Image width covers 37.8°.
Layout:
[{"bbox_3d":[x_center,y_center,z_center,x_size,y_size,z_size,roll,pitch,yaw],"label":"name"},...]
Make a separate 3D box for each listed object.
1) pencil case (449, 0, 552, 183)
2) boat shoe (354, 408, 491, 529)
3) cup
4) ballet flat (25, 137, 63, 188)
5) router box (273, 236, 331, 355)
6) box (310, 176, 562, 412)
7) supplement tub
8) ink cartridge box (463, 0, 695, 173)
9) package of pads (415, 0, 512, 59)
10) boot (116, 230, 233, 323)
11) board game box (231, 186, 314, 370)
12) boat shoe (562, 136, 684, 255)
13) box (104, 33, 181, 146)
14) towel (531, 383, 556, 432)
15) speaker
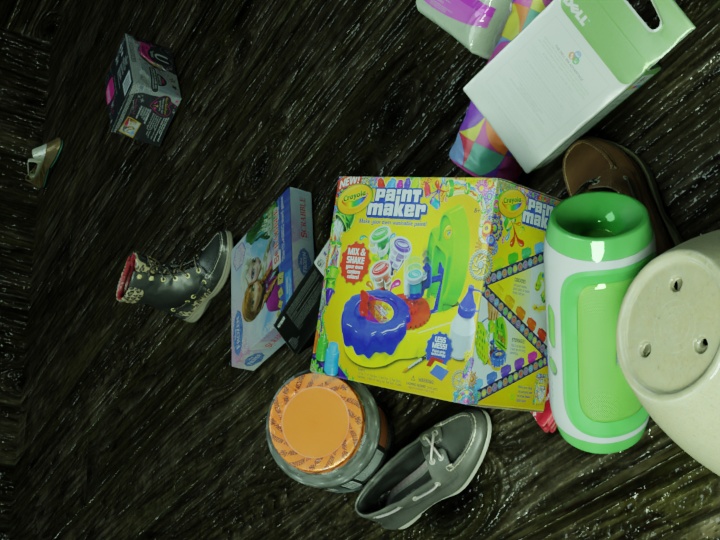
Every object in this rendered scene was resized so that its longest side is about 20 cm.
[{"bbox_3d":[0.159,-0.188,1.069,0.088,0.087,0.203,43,115,58],"label":"pencil case"},{"bbox_3d":[0.063,0.210,1.094,0.201,0.056,0.068,-52,37,37],"label":"boat shoe"},{"bbox_3d":[0.261,0.052,0.720,0.200,0.141,0.203,-32,52,52],"label":"cup"},{"bbox_3d":[-0.943,-0.323,3.107,0.200,0.071,0.069,-48,38,40],"label":"ballet flat"},{"bbox_3d":[0.000,0.000,1.181,0.051,0.148,0.200,51,138,13],"label":"router box"},{"bbox_3d":[0.073,0.018,0.988,0.198,0.121,0.196,5,85,45],"label":"box"},{"bbox_3d":[-0.032,0.171,1.122,0.200,0.120,0.125,61,-146,-73],"label":"supplement tub"},{"bbox_3d":[0.200,-0.192,0.956,0.200,0.059,0.104,-42,80,32],"label":"ink cartridge box"},{"bbox_3d":[0.150,-0.353,1.171,0.202,0.067,0.155,-64,32,19],"label":"package of pads"},{"bbox_3d":[-0.307,0.001,1.749,0.201,0.149,0.074,-52,37,37],"label":"boot"},{"bbox_3d":[-0.131,0.015,1.541,0.199,0.041,0.203,-42,43,46],"label":"board game box"},{"bbox_3d":[0.219,-0.058,0.918,0.072,0.067,0.201,-59,33,28],"label":"boat shoe"},{"bbox_3d":[-0.460,-0.384,2.228,0.133,0.113,0.201,-56,36,30],"label":"box"},{"bbox_3d":[0.168,0.042,1.016,0.146,0.022,0.200,-64,31,20],"label":"towel"},{"bbox_3d":[0.189,0.044,0.827,0.089,0.087,0.203,-128,25,-55],"label":"speaker"}]
